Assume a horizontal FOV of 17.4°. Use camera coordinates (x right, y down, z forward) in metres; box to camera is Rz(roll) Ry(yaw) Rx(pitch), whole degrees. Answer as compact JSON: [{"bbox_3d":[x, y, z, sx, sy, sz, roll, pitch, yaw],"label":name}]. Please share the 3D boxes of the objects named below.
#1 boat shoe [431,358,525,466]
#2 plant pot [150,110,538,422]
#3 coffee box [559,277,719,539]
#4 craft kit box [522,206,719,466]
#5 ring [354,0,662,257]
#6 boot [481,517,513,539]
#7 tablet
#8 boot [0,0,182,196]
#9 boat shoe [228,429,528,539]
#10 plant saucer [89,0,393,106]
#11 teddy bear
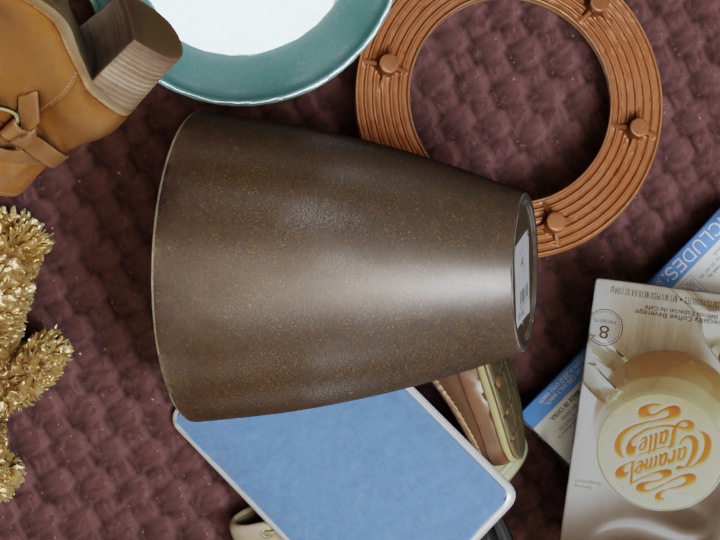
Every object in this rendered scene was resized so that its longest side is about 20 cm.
[{"bbox_3d":[0.045,0.035,1.498,0.068,0.072,0.200,-24,90,14],"label":"boat shoe"},{"bbox_3d":[0.000,0.000,1.393,0.200,0.187,0.187,1,105,13],"label":"plant pot"},{"bbox_3d":[0.191,0.112,1.479,0.114,0.080,0.200,7,88,9],"label":"coffee box"},{"bbox_3d":[0.241,0.093,1.536,0.200,0.049,0.198,-45,81,3],"label":"craft kit box"},{"bbox_3d":[0.095,-0.107,1.471,0.200,0.019,0.201,1,83,-11],"label":"ring"},{"bbox_3d":[0.027,0.254,1.564,0.174,0.069,0.200,-6,98,-2],"label":"boot"},{"bbox_3d":[-0.012,0.117,1.491,0.200,0.014,0.130,45,99,12],"label":"tablet"},{"bbox_3d":[-0.222,-0.128,1.376,0.155,0.077,0.200,-37,138,25],"label":"boot"},{"bbox_3d":[0.012,0.142,1.529,0.200,0.072,0.065,-27,109,2],"label":"boat shoe"},{"bbox_3d":[-0.073,-0.202,1.438,0.200,0.036,0.200,-3,105,-11],"label":"plant saucer"},{"bbox_3d":[-0.250,0.051,1.452,0.145,0.067,0.200,23,98,-14],"label":"teddy bear"}]
